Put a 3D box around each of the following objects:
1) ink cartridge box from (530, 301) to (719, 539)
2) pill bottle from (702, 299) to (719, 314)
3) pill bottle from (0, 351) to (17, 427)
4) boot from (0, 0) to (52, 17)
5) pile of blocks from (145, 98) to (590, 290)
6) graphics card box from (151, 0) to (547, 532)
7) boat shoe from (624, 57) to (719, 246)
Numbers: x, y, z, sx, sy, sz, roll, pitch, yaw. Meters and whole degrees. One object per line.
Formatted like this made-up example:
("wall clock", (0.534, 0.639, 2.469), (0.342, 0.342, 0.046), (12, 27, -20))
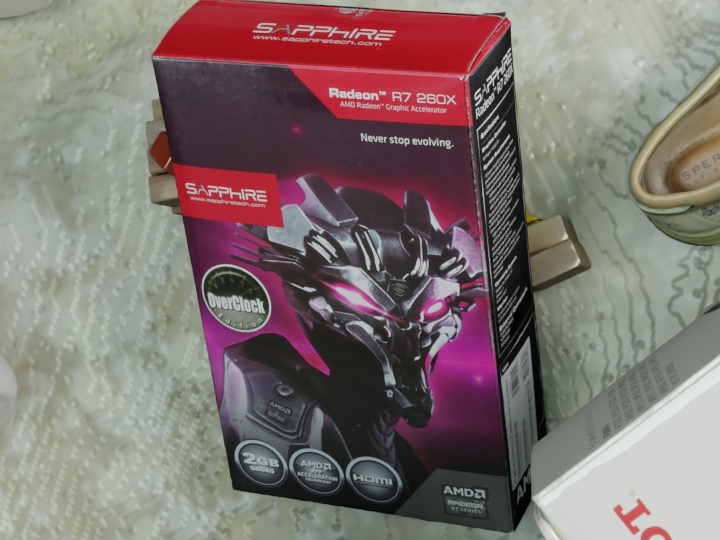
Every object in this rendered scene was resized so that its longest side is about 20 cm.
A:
("ink cartridge box", (0.171, 0.058, 0.612), (0.200, 0.083, 0.147), (-38, 95, 8))
("pill bottle", (0.231, 0.013, 0.705), (0.200, 0.116, 0.116), (-26, 80, 14))
("pill bottle", (-0.243, 0.002, 0.856), (0.112, 0.112, 0.200), (-39, 77, 12))
("boot", (-0.227, -0.157, 0.890), (0.200, 0.073, 0.090), (-2, 78, 10))
("pile of blocks", (-0.003, -0.043, 0.810), (0.200, 0.062, 0.082), (17, 92, 17))
("graphics card box", (0.000, 0.000, 0.757), (0.125, 0.051, 0.200), (6, 124, 22))
("boat shoe", (0.187, -0.079, 0.752), (0.200, 0.063, 0.073), (-41, 76, 11))
